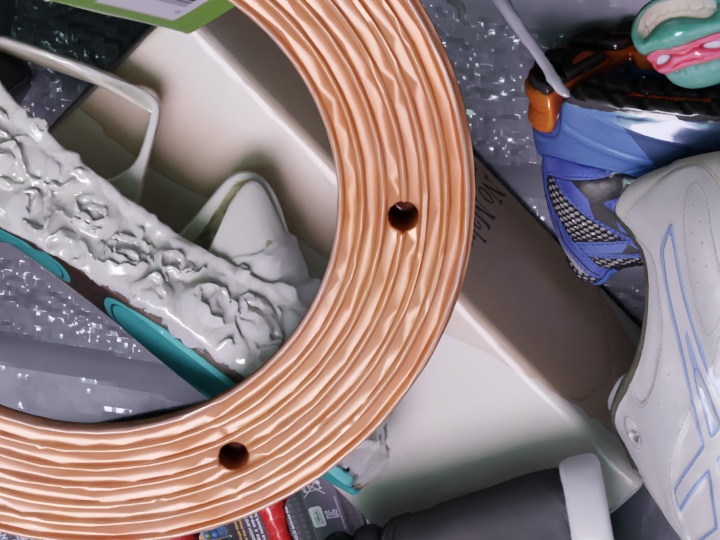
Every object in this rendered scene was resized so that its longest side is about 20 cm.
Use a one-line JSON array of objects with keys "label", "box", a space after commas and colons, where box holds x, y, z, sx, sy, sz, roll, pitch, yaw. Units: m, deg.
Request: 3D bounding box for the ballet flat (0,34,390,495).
[{"label": "ballet flat", "box": [-0.064, -0.015, 0.738, 0.200, 0.072, 0.072, 34, 117, -4]}]

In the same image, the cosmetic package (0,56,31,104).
[{"label": "cosmetic package", "box": [-0.193, -0.026, 0.792, 0.107, 0.200, 0.090, 35, 116, 1]}]

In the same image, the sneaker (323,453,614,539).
[{"label": "sneaker", "box": [0.034, 0.144, 0.787, 0.099, 0.071, 0.200, -7, 123, 3]}]

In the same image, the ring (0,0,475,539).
[{"label": "ring", "box": [-0.070, -0.021, 0.676, 0.200, 0.019, 0.201, 0, 112, 1]}]

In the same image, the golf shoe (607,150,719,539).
[{"label": "golf shoe", "box": [0.118, 0.060, 0.751, 0.097, 0.078, 0.201, 6, 102, 43]}]

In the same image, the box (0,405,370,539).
[{"label": "box", "box": [-0.046, 0.146, 0.913, 0.160, 0.044, 0.200, -12, 109, 20]}]

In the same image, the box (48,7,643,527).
[{"label": "box", "box": [0.000, 0.000, 0.812, 0.200, 0.095, 0.078, 45, 115, -9]}]

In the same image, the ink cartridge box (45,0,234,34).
[{"label": "ink cartridge box", "box": [-0.048, -0.188, 0.706, 0.148, 0.076, 0.200, -30, 75, 23]}]

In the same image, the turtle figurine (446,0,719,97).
[{"label": "turtle figurine", "box": [0.078, -0.123, 0.736, 0.149, 0.101, 0.201, -16, 93, 7]}]

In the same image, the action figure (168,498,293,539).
[{"label": "action figure", "box": [0.009, 0.161, 0.853, 0.065, 0.099, 0.200, -25, 82, 25]}]

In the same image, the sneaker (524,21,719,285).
[{"label": "sneaker", "box": [0.147, -0.020, 0.785, 0.200, 0.075, 0.079, 12, 124, 18]}]
